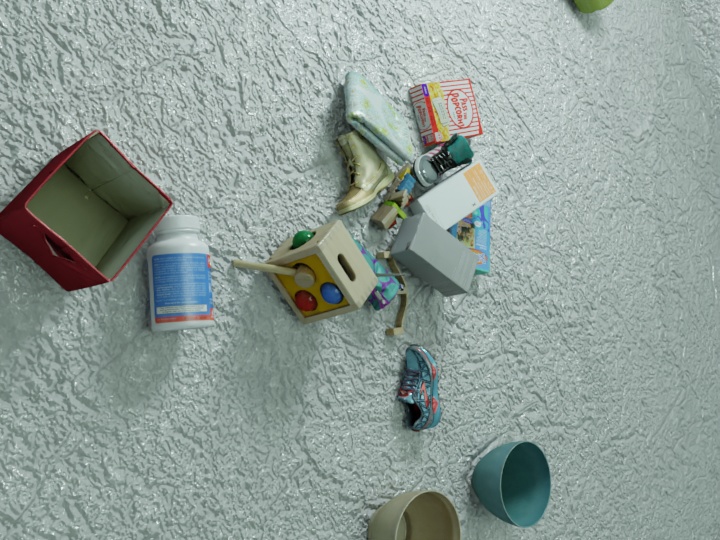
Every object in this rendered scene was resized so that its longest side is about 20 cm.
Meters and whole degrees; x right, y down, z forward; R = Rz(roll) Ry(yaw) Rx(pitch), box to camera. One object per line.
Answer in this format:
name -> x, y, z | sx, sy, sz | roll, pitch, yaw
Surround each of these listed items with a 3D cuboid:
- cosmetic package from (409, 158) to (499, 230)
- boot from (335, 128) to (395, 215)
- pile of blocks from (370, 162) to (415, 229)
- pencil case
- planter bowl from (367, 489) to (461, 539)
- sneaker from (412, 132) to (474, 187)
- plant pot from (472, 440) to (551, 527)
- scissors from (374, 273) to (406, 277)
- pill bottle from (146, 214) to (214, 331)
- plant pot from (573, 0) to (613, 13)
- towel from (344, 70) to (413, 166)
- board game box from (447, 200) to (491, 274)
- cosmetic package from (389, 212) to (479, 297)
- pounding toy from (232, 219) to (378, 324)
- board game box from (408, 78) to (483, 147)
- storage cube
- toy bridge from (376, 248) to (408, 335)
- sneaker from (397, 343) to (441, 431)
cosmetic package -> 0.228, -0.176, 1.854 | 0.200, 0.071, 0.102 | -35, 97, -16
boot -> -0.016, -0.227, 1.696 | 0.200, 0.073, 0.156 | -44, 112, -39
pile of blocks -> 0.100, -0.166, 1.783 | 0.062, 0.082, 0.200 | 45, 56, -27
pencil case -> 0.000, 0.000, 1.665 | 0.200, 0.085, 0.093 | 42, 19, -27
planter bowl -> 0.100, 0.569, 1.632 | 0.200, 0.134, 0.201 | 9, 77, -41
sneaker -> 0.210, -0.270, 1.840 | 0.084, 0.121, 0.200 | 57, 35, -11
plant pot -> 0.354, 0.517, 1.865 | 0.200, 0.135, 0.201 | 7, 79, -41
scissors -> -0.004, 0.007, 1.595 | 0.073, 0.199, 0.014 | 55, 38, -35
pill bottle -> -0.323, 0.006, 1.361 | 0.112, 0.112, 0.201 | -1, 85, -42
plant pot -> 0.724, -0.929, 2.407 | 0.190, 0.199, 0.200 | 53, 52, -36
towel -> 0.041, -0.346, 1.735 | 0.200, 0.048, 0.172 | 35, 32, -32
board game box -> 0.269, -0.100, 1.948 | 0.152, 0.045, 0.201 | 14, 74, -39
cosmetic package -> 0.175, -0.034, 1.783 | 0.200, 0.090, 0.107 | 36, 62, -23
pounding toy -> -0.109, 0.003, 1.523 | 0.200, 0.184, 0.142 | 57, 40, -19
board game box -> 0.222, -0.407, 1.954 | 0.200, 0.046, 0.152 | -19, 96, -42
storage cube -> -0.448, -0.089, 1.220 | 0.171, 0.179, 0.200 | 47, 57, -26
toy bridge -> 0.080, 0.048, 1.768 | 0.067, 0.027, 0.201 | -4, 86, -43
sneaker -> 0.129, 0.271, 1.743 | 0.095, 0.079, 0.201 | -10, 90, -40
